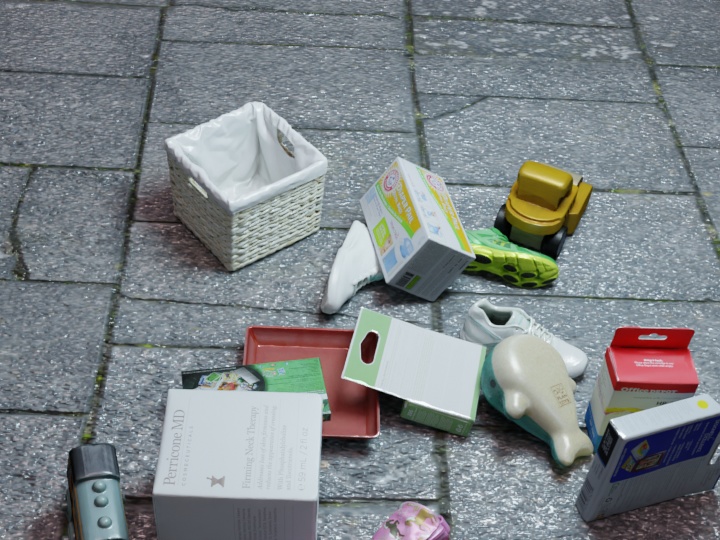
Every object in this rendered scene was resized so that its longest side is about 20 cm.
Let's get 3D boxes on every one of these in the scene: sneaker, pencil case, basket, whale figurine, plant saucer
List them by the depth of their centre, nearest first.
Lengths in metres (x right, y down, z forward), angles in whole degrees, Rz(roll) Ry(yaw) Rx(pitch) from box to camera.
[{"bbox_3d":[0.031,0.377,1.416,0.086,0.083,0.200,27,48,22],"label":"pencil case"},{"bbox_3d":[0.249,0.192,1.625,0.159,0.104,0.200,-15,69,-46],"label":"whale figurine"},{"bbox_3d":[-0.073,0.168,1.647,0.199,0.037,0.200,2,44,-3],"label":"plant saucer"},{"bbox_3d":[0.248,0.105,1.710,0.200,0.080,0.070,19,45,11],"label":"sneaker"},{"bbox_3d":[0.000,0.000,1.803,0.088,0.075,0.200,23,45,1],"label":"sneaker"},{"bbox_3d":[0.229,-0.032,1.848,0.200,0.074,0.084,16,50,11],"label":"sneaker"},{"bbox_3d":[-0.186,-0.139,1.855,0.200,0.161,0.198,-28,54,-28],"label":"basket"}]

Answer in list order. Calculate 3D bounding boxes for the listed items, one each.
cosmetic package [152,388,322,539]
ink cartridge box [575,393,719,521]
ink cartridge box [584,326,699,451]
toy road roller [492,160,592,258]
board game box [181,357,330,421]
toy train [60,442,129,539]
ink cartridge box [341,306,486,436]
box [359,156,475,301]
[{"bbox_3d":[-0.151,0.268,1.449,0.199,0.167,0.168,2,45,-2],"label":"cosmetic package"},{"bbox_3d":[0.400,0.244,1.502,0.200,0.198,0.047,-12,48,-18],"label":"ink cartridge box"},{"bbox_3d":[0.392,0.168,1.574,0.116,0.200,0.067,1,45,-4],"label":"ink cartridge box"},{"bbox_3d":[0.313,-0.131,1.902,0.123,0.146,0.200,22,47,15],"label":"toy road roller"},{"bbox_3d":[-0.147,0.176,1.591,0.199,0.023,0.105,-5,44,-9],"label":"board game box"},{"bbox_3d":[-0.329,0.313,1.417,0.085,0.114,0.200,-2,45,-19],"label":"toy train"},{"bbox_3d":[0.077,0.146,1.655,0.200,0.048,0.146,17,46,0],"label":"ink cartridge box"},{"bbox_3d":[0.088,-0.069,1.822,0.101,0.113,0.200,21,34,-34],"label":"box"}]
